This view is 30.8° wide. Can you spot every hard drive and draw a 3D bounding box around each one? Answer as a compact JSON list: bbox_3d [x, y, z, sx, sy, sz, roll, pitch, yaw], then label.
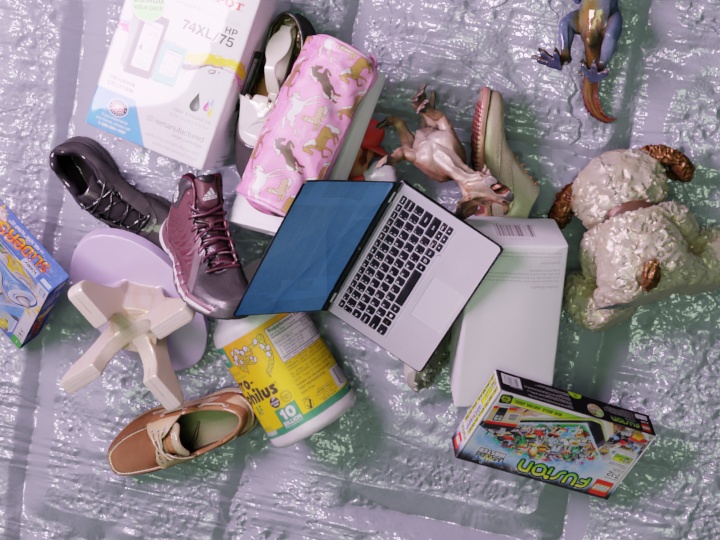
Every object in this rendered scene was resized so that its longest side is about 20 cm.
[{"bbox_3d":[-0.060,-0.133,1.436,0.131,0.027,0.201,14,80,39],"label":"hard drive"}]

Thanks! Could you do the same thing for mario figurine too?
[{"bbox_3d":[-0.020,-0.077,1.472,0.123,0.106,0.201,24,80,21],"label":"mario figurine"}]

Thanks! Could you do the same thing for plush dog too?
[{"bbox_3d":[0.290,-0.049,1.414,0.199,0.160,0.173,-22,71,13],"label":"plush dog"}]

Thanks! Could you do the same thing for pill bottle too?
[{"bbox_3d":[-0.100,0.092,1.506,0.112,0.113,0.201,-29,93,13],"label":"pill bottle"}]

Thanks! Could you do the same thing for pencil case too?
[{"bbox_3d":[-0.053,-0.148,1.367,0.086,0.083,0.201,26,85,-34],"label":"pencil case"}]

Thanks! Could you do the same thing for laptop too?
[{"bbox_3d":[0.007,0.011,1.352,0.199,0.116,0.188,34,123,4],"label":"laptop"}]

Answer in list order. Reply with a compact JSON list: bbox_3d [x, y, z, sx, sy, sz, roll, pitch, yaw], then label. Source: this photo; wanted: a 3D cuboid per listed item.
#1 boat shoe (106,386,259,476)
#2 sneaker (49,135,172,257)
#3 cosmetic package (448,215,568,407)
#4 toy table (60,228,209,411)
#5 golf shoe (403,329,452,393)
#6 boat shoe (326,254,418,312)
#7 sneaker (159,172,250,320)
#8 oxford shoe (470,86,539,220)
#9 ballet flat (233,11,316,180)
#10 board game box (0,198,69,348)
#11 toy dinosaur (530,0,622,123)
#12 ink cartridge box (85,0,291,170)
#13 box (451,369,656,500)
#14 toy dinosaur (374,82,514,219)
[{"bbox_3d":[-0.217,0.194,1.561,0.199,0.074,0.076,-25,93,12],"label":"boat shoe"},{"bbox_3d":[-0.287,-0.077,1.525,0.199,0.091,0.076,37,100,1],"label":"sneaker"},{"bbox_3d":[0.159,0.048,1.438,0.112,0.081,0.202,3,115,-5],"label":"cosmetic package"},{"bbox_3d":[-0.261,0.061,1.496,0.200,0.117,0.184,41,113,-19],"label":"toy table"},{"bbox_3d":[0.067,0.036,1.502,0.097,0.078,0.202,16,100,30],"label":"golf shoe"},{"bbox_3d":[0.001,0.001,1.467,0.200,0.066,0.072,-14,79,36],"label":"boat shoe"},{"bbox_3d":[-0.168,-0.040,1.420,0.075,0.200,0.116,-5,125,-29],"label":"sneaker"},{"bbox_3d":[0.161,-0.106,1.459,0.073,0.071,0.202,-4,107,3],"label":"oxford shoe"},{"bbox_3d":[-0.100,-0.192,1.422,0.067,0.068,0.202,10,76,14],"label":"ballet flat"},{"bbox_3d":[-0.413,0.002,1.521,0.135,0.200,0.034,48,58,1],"label":"board game box"},{"bbox_3d":[0.247,-0.296,1.421,0.104,0.200,0.183,13,66,21],"label":"toy dinosaur"},{"bbox_3d":[-0.188,-0.234,1.455,0.146,0.146,0.201,22,101,6],"label":"ink cartridge box"},{"bbox_3d":[0.214,0.184,1.449,0.199,0.035,0.110,17,123,-17],"label":"box"},{"bbox_3d":[0.090,-0.120,1.417,0.135,0.200,0.086,40,108,-20],"label":"toy dinosaur"}]
